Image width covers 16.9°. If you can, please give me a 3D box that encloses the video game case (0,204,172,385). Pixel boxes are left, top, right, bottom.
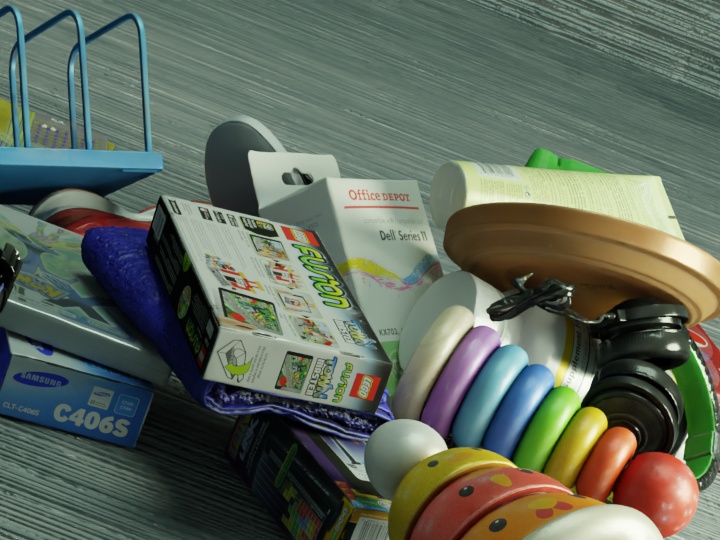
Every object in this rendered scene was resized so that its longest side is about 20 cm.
[{"bbox_3d":[-0.209,0.003,1.555,0.200,0.022,0.182,20,15,-6],"label":"video game case"}]

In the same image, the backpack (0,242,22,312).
[{"bbox_3d":[-0.303,0.031,1.262,0.200,0.147,0.183,24,16,-6],"label":"backpack"}]

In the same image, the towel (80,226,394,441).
[{"bbox_3d":[-0.077,0.032,1.519,0.148,0.050,0.200,15,18,-38],"label":"towel"}]

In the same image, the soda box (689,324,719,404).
[{"bbox_3d":[0.259,0.091,1.968,0.070,0.063,0.200,17,17,-15],"label":"soda box"}]

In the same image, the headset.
[{"bbox_3d":[0.169,0.070,1.592,0.200,0.094,0.124,47,40,-37],"label":"headset"}]

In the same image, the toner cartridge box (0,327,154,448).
[{"bbox_3d":[-0.195,0.044,1.559,0.095,0.043,0.200,15,17,-19],"label":"toner cartridge box"}]

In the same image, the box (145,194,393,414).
[{"bbox_3d":[-0.059,0.018,1.458,0.110,0.035,0.200,13,20,-20],"label":"box"}]

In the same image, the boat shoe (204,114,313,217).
[{"bbox_3d":[-0.045,-0.032,1.787,0.199,0.074,0.068,56,30,-12],"label":"boat shoe"}]

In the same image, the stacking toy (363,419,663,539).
[{"bbox_3d":[0.061,0.147,1.344,0.146,0.146,0.200,7,24,-42],"label":"stacking toy"}]

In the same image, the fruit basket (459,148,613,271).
[{"bbox_3d":[0.142,0.042,1.827,0.155,0.216,0.216,20,16,-6],"label":"fruit basket"}]

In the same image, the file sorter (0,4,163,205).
[{"bbox_3d":[-0.263,-0.117,1.709,0.200,0.123,0.139,0,-10,-31],"label":"file sorter"}]

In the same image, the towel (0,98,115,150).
[{"bbox_3d":[-0.273,-0.098,1.970,0.144,0.023,0.200,21,15,-5],"label":"towel"}]

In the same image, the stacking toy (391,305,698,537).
[{"bbox_3d":[0.123,0.103,1.529,0.200,0.085,0.085,29,17,10],"label":"stacking toy"}]

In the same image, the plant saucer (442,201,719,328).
[{"bbox_3d":[0.153,0.003,1.651,0.200,0.032,0.200,12,-15,3],"label":"plant saucer"}]

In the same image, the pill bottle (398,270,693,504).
[{"bbox_3d":[0.127,0.080,1.664,0.200,0.111,0.111,31,10,-27],"label":"pill bottle"}]

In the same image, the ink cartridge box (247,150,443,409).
[{"bbox_3d":[0.000,0.000,1.702,0.117,0.067,0.200,-2,73,-55],"label":"ink cartridge box"}]

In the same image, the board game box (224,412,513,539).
[{"bbox_3d":[0.037,0.146,1.507,0.200,0.057,0.165,13,16,-30],"label":"board game box"}]

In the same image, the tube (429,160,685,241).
[{"bbox_3d":[0.146,-0.044,1.735,0.200,0.058,0.052,3,3,-29],"label":"tube"}]

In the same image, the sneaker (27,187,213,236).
[{"bbox_3d":[-0.140,0.008,1.744,0.200,0.078,0.116,4,37,-37],"label":"sneaker"}]
